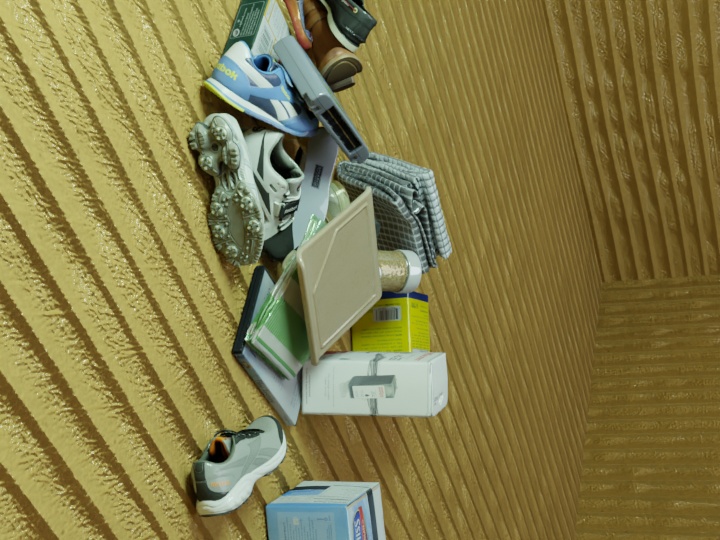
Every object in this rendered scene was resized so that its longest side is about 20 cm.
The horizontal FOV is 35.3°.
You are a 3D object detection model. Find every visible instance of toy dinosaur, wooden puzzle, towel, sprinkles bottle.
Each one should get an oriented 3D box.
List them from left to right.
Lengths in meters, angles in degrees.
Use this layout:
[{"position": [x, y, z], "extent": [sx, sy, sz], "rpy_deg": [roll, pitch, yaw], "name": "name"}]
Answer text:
[{"position": [-0.109, -0.418, 1.634], "extent": [0.105, 0.196, 0.185], "rpy_deg": [162, -64, -75], "name": "toy dinosaur"}, {"position": [-0.080, 0.041, 1.579], "extent": [0.202, 0.023, 0.153], "rpy_deg": [-63, 148, -16], "name": "towel"}, {"position": [-0.032, 0.005, 1.587], "extent": [0.200, 0.037, 0.187], "rpy_deg": [-47, 142, -43], "name": "wooden puzzle"}, {"position": [0.000, 0.000, 1.749], "extent": [0.197, 0.068, 0.070], "rpy_deg": [1, 84, -36], "name": "sprinkles bottle"}, {"position": [0.049, -0.094, 1.859], "extent": [0.085, 0.199, 0.168], "rpy_deg": [-33, 125, -26], "name": "towel"}]

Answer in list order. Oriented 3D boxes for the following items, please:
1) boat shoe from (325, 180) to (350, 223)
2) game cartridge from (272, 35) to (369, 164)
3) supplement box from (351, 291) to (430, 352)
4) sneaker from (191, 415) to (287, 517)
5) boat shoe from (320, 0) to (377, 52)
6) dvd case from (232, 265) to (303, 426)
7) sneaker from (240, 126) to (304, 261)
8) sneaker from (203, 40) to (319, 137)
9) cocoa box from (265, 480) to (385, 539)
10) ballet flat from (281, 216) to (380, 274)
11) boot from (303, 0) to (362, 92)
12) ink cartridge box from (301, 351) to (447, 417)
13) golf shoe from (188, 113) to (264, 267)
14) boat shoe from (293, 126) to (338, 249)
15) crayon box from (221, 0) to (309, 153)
[{"position": [-0.039, -0.040, 1.799], "extent": [0.062, 0.073, 0.204], "rpy_deg": [-22, 118, -22], "name": "boat shoe"}, {"position": [-0.055, -0.243, 1.594], "extent": [0.134, 0.040, 0.200], "rpy_deg": [56, 4, 27], "name": "game cartridge"}, {"position": [0.053, 0.140, 1.929], "extent": [0.109, 0.108, 0.204], "rpy_deg": [17, 70, -67], "name": "supplement box"}, {"position": [-0.152, 0.231, 1.438], "extent": [0.200, 0.073, 0.081], "rpy_deg": [-47, 124, -62], "name": "sneaker"}, {"position": [-0.025, -0.409, 1.705], "extent": [0.073, 0.063, 0.203], "rpy_deg": [28, 26, -38], "name": "boat shoe"}, {"position": [-0.120, 0.109, 1.612], "extent": [0.201, 0.017, 0.144], "rpy_deg": [61, 33, -47], "name": "dvd case"}, {"position": [-0.114, -0.102, 1.564], "extent": [0.074, 0.087, 0.203], "rpy_deg": [-53, 135, -49], "name": "sneaker"}, {"position": [-0.117, -0.239, 1.519], "extent": [0.199, 0.074, 0.083], "rpy_deg": [21, 97, -50], "name": "sneaker"}, {"position": [-0.043, 0.413, 1.598], "extent": [0.131, 0.131, 0.204], "rpy_deg": [-12, 97, -67], "name": "cocoa box"}, {"position": [-0.048, -0.035, 1.660], "extent": [0.199, 0.056, 0.067], "rpy_deg": [-30, 137, -42], "name": "ballet flat"}, {"position": [-0.057, -0.361, 1.733], "extent": [0.200, 0.073, 0.157], "rpy_deg": [-179, -111, -87], "name": "boot"}, {"position": [0.024, 0.169, 1.697], "extent": [0.146, 0.196, 0.086], "rpy_deg": [-8, 99, -76], "name": "ink cartridge box"}, {"position": [-0.159, -0.109, 1.482], "extent": [0.097, 0.077, 0.203], "rpy_deg": [-54, 137, -67], "name": "golf shoe"}, {"position": [-0.082, -0.116, 1.688], "extent": [0.068, 0.056, 0.203], "rpy_deg": [24, 74, -22], "name": "boat shoe"}, {"position": [-0.125, -0.279, 1.625], "extent": [0.201, 0.051, 0.127], "rpy_deg": [62, 32, -45], "name": "crayon box"}]
